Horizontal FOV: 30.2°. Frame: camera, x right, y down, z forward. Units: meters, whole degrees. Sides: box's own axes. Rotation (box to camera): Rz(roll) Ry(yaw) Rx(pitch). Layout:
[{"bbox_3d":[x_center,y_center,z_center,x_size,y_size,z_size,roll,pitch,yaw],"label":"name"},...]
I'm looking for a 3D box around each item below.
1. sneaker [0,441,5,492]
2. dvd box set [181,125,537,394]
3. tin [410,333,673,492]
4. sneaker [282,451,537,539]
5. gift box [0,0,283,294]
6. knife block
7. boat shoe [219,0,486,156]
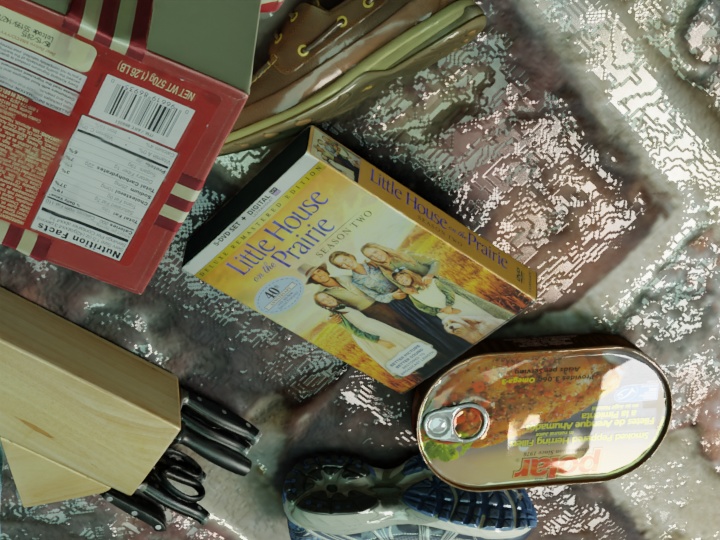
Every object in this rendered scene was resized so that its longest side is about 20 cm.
[{"bbox_3d":[-0.301,0.210,0.939,0.079,0.131,0.201,10,119,-17],"label":"sneaker"},{"bbox_3d":[0.000,0.000,0.903,0.199,0.030,0.146,32,131,-26],"label":"dvd box set"},{"bbox_3d":[0.135,0.106,1.003,0.198,0.042,0.113,-2,105,-10],"label":"tin"},{"bbox_3d":[0.036,0.192,1.036,0.198,0.077,0.086,5,130,-5],"label":"sneaker"},{"bbox_3d":[-0.140,-0.132,0.731,0.183,0.188,0.200,25,129,-21],"label":"gift box"},{"bbox_3d":[-0.163,0.094,0.936,0.174,0.064,0.202,-12,121,-4],"label":"knife block"},{"bbox_3d":[-0.021,-0.134,0.833,0.199,0.072,0.068,-27,89,15],"label":"boat shoe"}]
